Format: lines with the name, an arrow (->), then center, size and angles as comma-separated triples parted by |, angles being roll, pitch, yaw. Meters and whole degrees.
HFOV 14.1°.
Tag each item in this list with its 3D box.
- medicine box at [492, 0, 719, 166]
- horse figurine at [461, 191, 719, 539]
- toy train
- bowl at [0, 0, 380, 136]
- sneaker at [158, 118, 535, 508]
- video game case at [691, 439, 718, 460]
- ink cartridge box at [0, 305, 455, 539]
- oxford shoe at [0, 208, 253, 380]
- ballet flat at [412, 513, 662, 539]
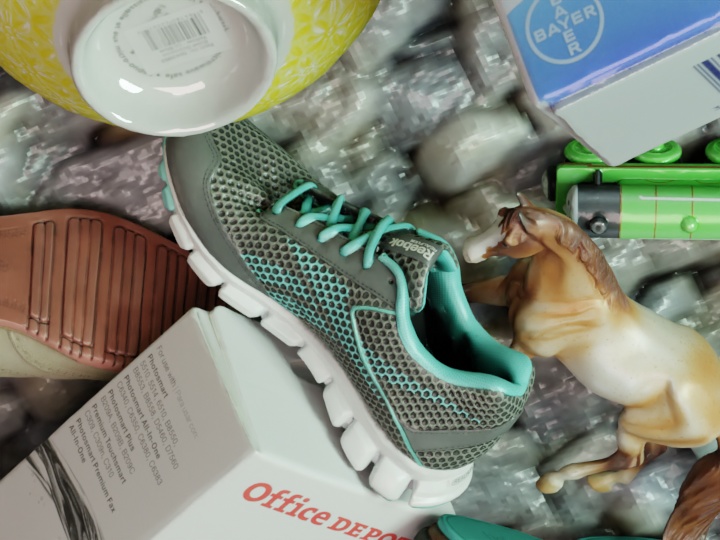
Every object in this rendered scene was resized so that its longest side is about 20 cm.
medicine box -> 0.125, -0.171, 1.079 | 0.181, 0.103, 0.201 | -25, 72, 16
horse figurine -> 0.103, 0.046, 1.272 | 0.200, 0.050, 0.132 | 40, 134, -17
toy train -> 0.177, -0.030, 1.239 | 0.199, 0.056, 0.042 | 0, 119, 3
bowl -> -0.074, -0.117, 1.140 | 0.199, 0.108, 0.201 | -4, 138, -3
sneaker -> 0.000, 0.000, 1.226 | 0.200, 0.078, 0.091 | 49, 133, -2
video game case -> 0.276, 0.096, 1.325 | 0.199, 0.023, 0.182 | -27, 114, 16
ink cartridge box -> -0.080, 0.121, 1.288 | 0.200, 0.085, 0.146 | -41, 143, 23
oxford shoe -> -0.147, 0.015, 1.288 | 0.199, 0.071, 0.074 | 13, 150, -10
ballet flat -> 0.094, 0.151, 1.308 | 0.199, 0.068, 0.069 | 12, 109, -35
